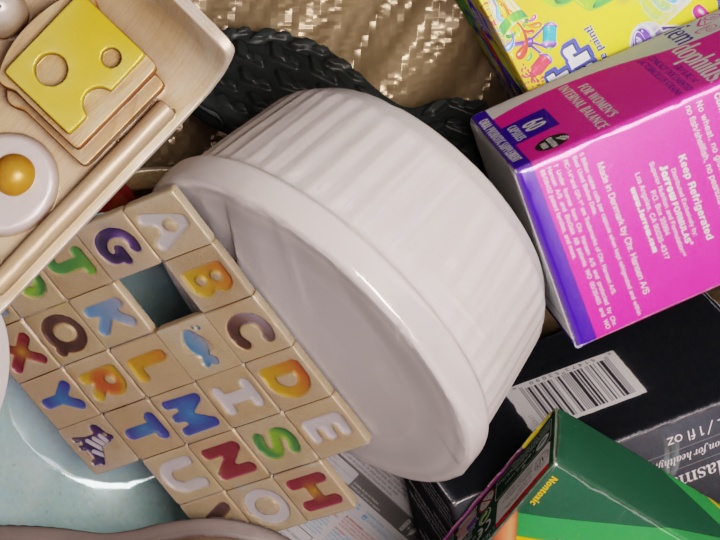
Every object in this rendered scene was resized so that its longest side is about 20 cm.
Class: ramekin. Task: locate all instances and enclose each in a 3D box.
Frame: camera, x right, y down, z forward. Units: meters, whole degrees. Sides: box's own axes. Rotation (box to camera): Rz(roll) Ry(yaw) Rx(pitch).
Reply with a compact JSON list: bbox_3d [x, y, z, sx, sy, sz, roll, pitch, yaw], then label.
[{"bbox_3d":[0.000,0.000,1.165,0.094,0.202,0.203,-48,114,-23],"label":"ramekin"}]

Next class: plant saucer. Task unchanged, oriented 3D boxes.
[{"bbox_3d":[-0.126,0.059,1.267,0.200,0.039,0.202,-4,109,-10],"label":"plant saucer"}]

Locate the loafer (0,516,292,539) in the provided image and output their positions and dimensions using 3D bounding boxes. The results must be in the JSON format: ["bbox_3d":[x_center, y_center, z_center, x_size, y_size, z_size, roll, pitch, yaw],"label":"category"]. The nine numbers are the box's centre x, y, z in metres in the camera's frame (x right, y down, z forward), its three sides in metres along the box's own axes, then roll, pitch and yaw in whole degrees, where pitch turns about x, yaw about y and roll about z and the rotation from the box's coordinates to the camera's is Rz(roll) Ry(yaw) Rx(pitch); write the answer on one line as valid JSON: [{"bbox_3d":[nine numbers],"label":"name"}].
[{"bbox_3d":[-0.116,0.177,1.239,0.199,0.071,0.073,-2,140,6],"label":"loafer"}]

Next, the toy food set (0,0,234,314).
[{"bbox_3d":[-0.175,-0.080,1.115,0.143,0.060,0.200,43,86,4],"label":"toy food set"}]

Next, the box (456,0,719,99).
[{"bbox_3d":[0.160,-0.148,1.266,0.192,0.122,0.200,-31,112,1],"label":"box"}]

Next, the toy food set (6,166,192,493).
[{"bbox_3d":[-0.113,0.036,1.308,0.199,0.049,0.199,-8,110,-9],"label":"toy food set"}]

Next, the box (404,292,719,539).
[{"bbox_3d":[0.139,0.146,1.343,0.199,0.124,0.197,-20,121,-9],"label":"box"}]

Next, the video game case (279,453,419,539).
[{"bbox_3d":[0.038,0.117,1.385,0.200,0.018,0.143,-45,111,5],"label":"video game case"}]

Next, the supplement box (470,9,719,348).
[{"bbox_3d":[0.169,-0.058,1.179,0.199,0.101,0.104,-22,111,-3],"label":"supplement box"}]

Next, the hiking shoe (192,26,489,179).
[{"bbox_3d":[-0.009,-0.062,1.282,0.199,0.075,0.087,20,142,-1],"label":"hiking shoe"}]

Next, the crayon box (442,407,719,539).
[{"bbox_3d":[0.113,0.193,1.233,0.172,0.058,0.200,31,117,-12],"label":"crayon box"}]

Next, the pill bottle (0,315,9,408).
[{"bbox_3d":[-0.280,0.039,1.192,0.199,0.111,0.112,8,111,23],"label":"pill bottle"}]

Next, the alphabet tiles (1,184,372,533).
[{"bbox_3d":[-0.094,0.058,1.195,0.167,0.008,0.200,-20,117,36],"label":"alphabet tiles"}]
